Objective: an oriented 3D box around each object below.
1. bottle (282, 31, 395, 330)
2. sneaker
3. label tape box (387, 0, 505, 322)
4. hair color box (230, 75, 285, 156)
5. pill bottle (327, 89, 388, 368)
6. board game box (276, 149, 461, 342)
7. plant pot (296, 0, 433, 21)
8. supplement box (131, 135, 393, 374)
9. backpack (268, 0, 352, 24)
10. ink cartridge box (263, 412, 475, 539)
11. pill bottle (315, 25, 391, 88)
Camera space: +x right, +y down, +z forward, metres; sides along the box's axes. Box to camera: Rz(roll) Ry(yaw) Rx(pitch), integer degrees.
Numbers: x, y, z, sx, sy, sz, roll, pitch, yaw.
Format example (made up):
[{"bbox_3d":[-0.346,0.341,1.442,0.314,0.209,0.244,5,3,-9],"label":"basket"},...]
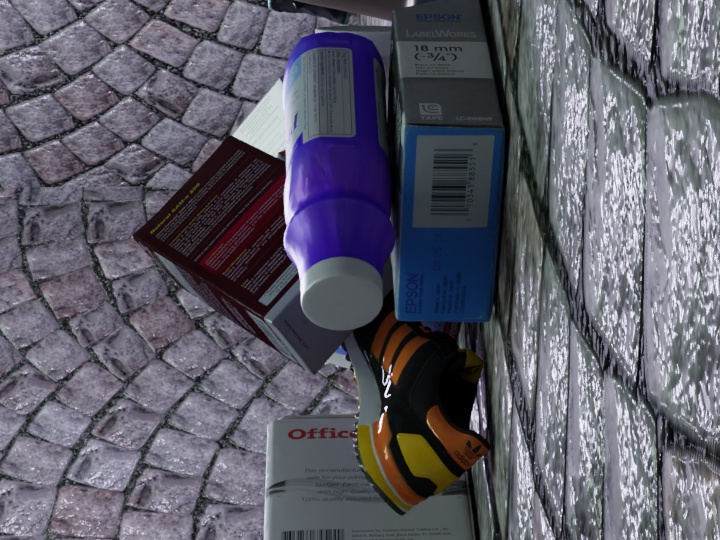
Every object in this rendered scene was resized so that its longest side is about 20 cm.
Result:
[{"bbox_3d":[-0.014,-0.054,1.044,0.084,0.065,0.201,96,174,-47],"label":"bottle"},{"bbox_3d":[0.042,0.066,1.161,0.070,0.090,0.201,46,-155,-38],"label":"sneaker"},{"bbox_3d":[0.048,-0.085,1.101,0.201,0.063,0.145,-94,4,-53],"label":"label tape box"},{"bbox_3d":[-0.030,-0.071,1.587,0.099,0.060,0.201,-45,69,36],"label":"hair color box"},{"bbox_3d":[0.016,-0.033,1.355,0.114,0.113,0.201,-96,5,-70],"label":"pill bottle"},{"bbox_3d":[0.000,0.000,1.280,0.200,0.019,0.104,37,129,37],"label":"board game box"},{"bbox_3d":[-0.011,-0.260,1.220,0.200,0.173,0.202,180,90,-89],"label":"plant pot"},{"bbox_3d":[-0.064,-0.016,1.224,0.200,0.109,0.061,30,162,50],"label":"supplement box"},{"bbox_3d":[-0.020,-0.348,1.717,0.200,0.152,0.177,-108,27,-62],"label":"backpack"},{"bbox_3d":[0.006,0.194,1.229,0.200,0.146,0.083,-92,0,-57],"label":"ink cartridge box"},{"bbox_3d":[0.004,-0.129,1.663,0.116,0.115,0.201,-100,9,-79],"label":"pill bottle"}]
